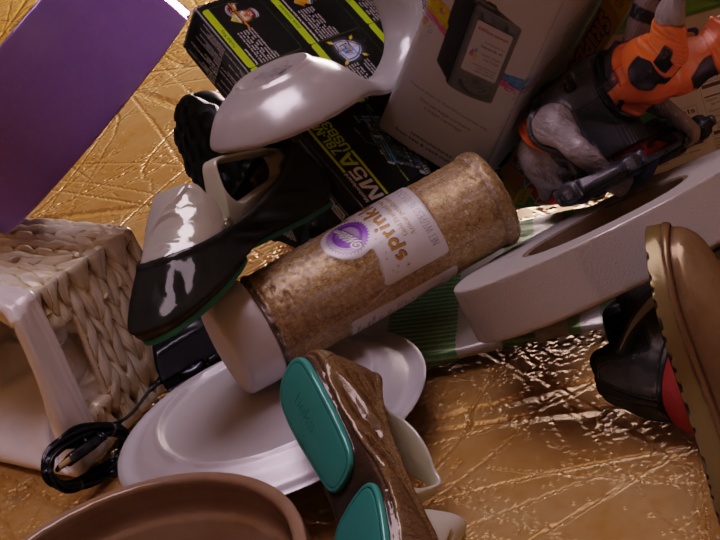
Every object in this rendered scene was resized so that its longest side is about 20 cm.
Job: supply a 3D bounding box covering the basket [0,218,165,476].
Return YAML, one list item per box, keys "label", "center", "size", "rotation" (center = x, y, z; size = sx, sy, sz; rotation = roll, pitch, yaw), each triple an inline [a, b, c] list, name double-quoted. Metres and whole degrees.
- label: "basket"
  center: [-0.235, 0.045, 1.203]
  size: [0.200, 0.136, 0.123]
  rotation: [5, 33, 42]

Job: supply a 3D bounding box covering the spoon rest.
- label: "spoon rest"
  center: [-0.019, -0.122, 1.108]
  size: [0.099, 0.061, 0.200]
  rotation: [-6, 28, 42]

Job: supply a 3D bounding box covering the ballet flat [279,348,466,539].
- label: "ballet flat"
  center: [0.014, 0.124, 0.934]
  size: [0.072, 0.068, 0.200]
  rotation: [6, 40, -28]

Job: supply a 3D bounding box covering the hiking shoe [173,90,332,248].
- label: "hiking shoe"
  center: [-0.043, -0.060, 1.206]
  size: [0.200, 0.074, 0.087]
  rotation: [40, 46, 13]

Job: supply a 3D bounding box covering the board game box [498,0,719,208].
- label: "board game box"
  center: [0.168, -0.122, 1.150]
  size: [0.095, 0.200, 0.030]
  rotation: [-7, 47, -38]

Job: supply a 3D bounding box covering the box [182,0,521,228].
- label: "box"
  center: [0.011, -0.127, 1.200]
  size: [0.193, 0.048, 0.200]
  rotation: [-26, 66, -32]

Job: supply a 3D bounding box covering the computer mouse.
- label: "computer mouse"
  center: [-0.132, 0.080, 1.145]
  size: [0.034, 0.059, 0.200]
  rotation: [3, 37, 42]

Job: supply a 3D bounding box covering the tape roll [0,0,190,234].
- label: "tape roll"
  center: [-0.210, -0.127, 1.180]
  size: [0.200, 0.085, 0.200]
  rotation: [-47, 14, 16]

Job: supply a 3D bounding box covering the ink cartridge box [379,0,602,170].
- label: "ink cartridge box"
  center: [0.103, -0.172, 1.107]
  size: [0.086, 0.200, 0.148]
  rotation: [33, 49, 10]

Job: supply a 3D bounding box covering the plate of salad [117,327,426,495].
- label: "plate of salad"
  center: [-0.052, 0.096, 1.068]
  size: [0.200, 0.048, 0.200]
  rotation: [-16, 23, 7]

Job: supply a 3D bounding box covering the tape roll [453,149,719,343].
- label: "tape roll"
  center: [0.149, -0.017, 1.018]
  size: [0.203, 0.037, 0.203]
  rotation: [-27, 3, 1]

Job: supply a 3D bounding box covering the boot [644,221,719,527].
- label: "boot"
  center: [0.257, 0.034, 0.865]
  size: [0.200, 0.175, 0.066]
  rotation: [-18, -7, 12]

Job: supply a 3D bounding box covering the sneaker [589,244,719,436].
- label: "sneaker"
  center: [0.196, 0.018, 1.009]
  size: [0.098, 0.071, 0.200]
  rotation: [3, 37, 35]

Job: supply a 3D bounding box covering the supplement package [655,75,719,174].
- label: "supplement package"
  center: [0.262, -0.170, 1.267]
  size: [0.200, 0.111, 0.156]
  rotation: [-16, 27, 8]

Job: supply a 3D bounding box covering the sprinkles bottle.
- label: "sprinkles bottle"
  center: [0.000, 0.000, 1.077]
  size: [0.200, 0.068, 0.068]
  rotation: [-29, 28, -13]

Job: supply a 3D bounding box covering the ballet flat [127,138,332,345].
- label: "ballet flat"
  center: [-0.089, -0.028, 1.049]
  size: [0.068, 0.068, 0.200]
  rotation: [-18, 16, 35]

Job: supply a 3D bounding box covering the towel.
- label: "towel"
  center: [0.091, 0.013, 1.150]
  size: [0.200, 0.023, 0.153]
  rotation: [-13, 29, 13]

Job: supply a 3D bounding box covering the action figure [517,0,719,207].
- label: "action figure"
  center: [0.175, -0.118, 1.082]
  size: [0.193, 0.105, 0.200]
  rotation: [-43, -10, 28]

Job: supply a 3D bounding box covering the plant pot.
- label: "plant pot"
  center: [-0.107, 0.198, 0.869]
  size: [0.201, 0.093, 0.201]
  rotation: [-16, 27, 8]
